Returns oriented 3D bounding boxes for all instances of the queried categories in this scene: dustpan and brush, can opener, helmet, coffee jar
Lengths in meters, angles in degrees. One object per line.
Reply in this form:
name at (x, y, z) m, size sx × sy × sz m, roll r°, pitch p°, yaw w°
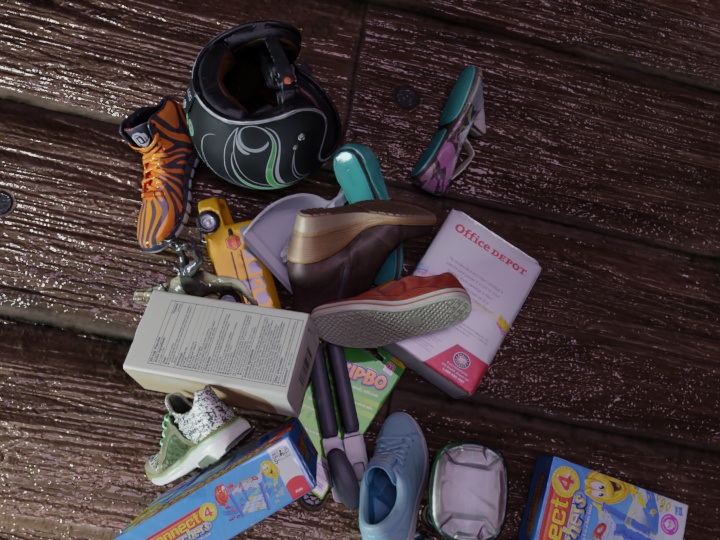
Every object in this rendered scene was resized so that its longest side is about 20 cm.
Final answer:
dustpan and brush at (-0.054, -0.065, 0.953) m, size 0.140 × 0.057 × 0.201 m, roll 48°, pitch 43°, yaw -16°
can opener at (-0.024, 0.186, 0.868) m, size 0.052 × 0.067 × 0.204 m, roll -10°, pitch 84°, yaw -12°
helmet at (-0.123, -0.199, 0.915) m, size 0.196 × 0.191 × 0.203 m, roll 0°, pitch 69°, yaw 0°
coffee jar at (0.122, 0.257, 0.832) m, size 0.084 × 0.200 × 0.106 m, roll 5°, pitch 75°, yaw 6°

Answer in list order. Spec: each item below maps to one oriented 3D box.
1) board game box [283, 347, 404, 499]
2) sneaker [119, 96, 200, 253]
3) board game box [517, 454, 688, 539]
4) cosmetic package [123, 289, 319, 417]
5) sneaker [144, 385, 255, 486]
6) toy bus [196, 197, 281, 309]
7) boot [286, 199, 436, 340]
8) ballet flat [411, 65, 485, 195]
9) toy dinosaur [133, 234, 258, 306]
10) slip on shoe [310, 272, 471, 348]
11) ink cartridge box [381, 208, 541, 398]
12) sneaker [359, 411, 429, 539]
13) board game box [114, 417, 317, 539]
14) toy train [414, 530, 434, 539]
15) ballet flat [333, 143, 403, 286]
board game box at (-0.032, 0.180, 0.917) m, size 0.095 × 0.030 × 0.201 m, roll 35°, pitch 76°, yaw 1°
sneaker at (-0.268, -0.131, 0.907) m, size 0.076 × 0.112 × 0.203 m, roll -3°, pitch 66°, yaw 24°
board game box at (0.302, 0.366, 0.907) m, size 0.193 × 0.056 × 0.203 m, roll 20°, pitch 73°, yaw -4°
cosmetic package at (-0.156, 0.095, 0.816) m, size 0.197 × 0.071 × 0.107 m, roll 9°, pitch 61°, yaw 13°
sneaker at (-0.198, 0.182, 0.813) m, size 0.077 × 0.199 × 0.090 m, roll -25°, pitch 85°, yaw -49°
toy bus at (-0.156, 0.005, 0.921) m, size 0.077 × 0.065 × 0.203 m, roll -14°, pitch 78°, yaw -12°
boot at (0.000, 0.000, 0.907) m, size 0.197 × 0.072 × 0.169 m, roll -5°, pitch 113°, yaw -21°
ballet flat at (0.142, -0.197, 1.028) m, size 0.071 × 0.069 × 0.202 m, roll 31°, pitch 76°, yaw -19°
toy dinosaur at (-0.208, 0.004, 0.867) m, size 0.047 × 0.197 × 0.089 m, roll -42°, pitch 121°, yaw -49°
slip on shoe at (0.035, 0.045, 0.864) m, size 0.196 × 0.075 × 0.062 m, roll -12°, pitch 41°, yaw 0°
ink cartridge box at (0.127, 0.046, 0.946) m, size 0.147 × 0.086 × 0.201 m, roll 34°, pitch 73°, yaw 2°
sneaker at (0.039, 0.239, 0.843) m, size 0.073 × 0.083 × 0.202 m, roll -8°, pitch 39°, yaw 13°
board game box at (-0.144, 0.242, 0.770) m, size 0.198 × 0.196 × 0.056 m, roll -30°, pitch 86°, yaw -6°
toy train at (0.018, 0.384, 0.826) m, size 0.199 × 0.114 × 0.086 m, roll -34°, pitch 83°, yaw -15°
ballet flat at (0.023, -0.079, 0.964) m, size 0.070 × 0.067 × 0.203 m, roll -38°, pitch 112°, yaw -54°
